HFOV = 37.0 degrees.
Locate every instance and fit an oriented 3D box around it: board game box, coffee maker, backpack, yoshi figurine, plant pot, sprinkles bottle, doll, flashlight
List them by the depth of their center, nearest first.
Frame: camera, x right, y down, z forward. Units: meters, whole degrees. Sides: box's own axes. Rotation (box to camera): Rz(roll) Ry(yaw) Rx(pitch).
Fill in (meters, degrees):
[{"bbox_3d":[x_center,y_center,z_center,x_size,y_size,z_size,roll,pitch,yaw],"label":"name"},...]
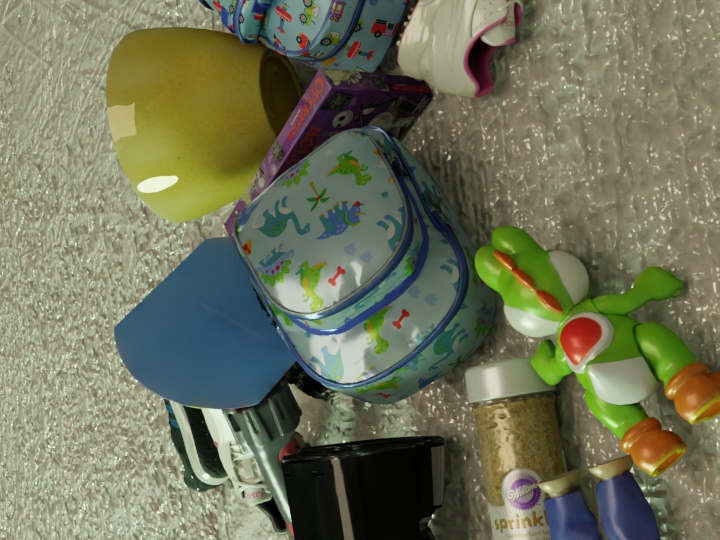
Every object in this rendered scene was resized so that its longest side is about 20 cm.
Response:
[{"bbox_3d":[0.193,0.233,0.744,0.136,0.048,0.201,-21,79,21],"label":"doll"},{"bbox_3d":[0.168,0.044,0.767,0.200,0.112,0.112,47,156,25],"label":"yoshi figurine"},{"bbox_3d":[0.129,0.169,0.822,0.068,0.068,0.201,-20,75,50],"label":"sprinkles bottle"},{"bbox_3d":[0.001,0.242,0.886,0.134,0.192,0.201,-13,82,32],"label":"coffee maker"},{"bbox_3d":[0.000,0.000,0.888,0.183,0.147,0.200,-37,63,9],"label":"backpack"},{"bbox_3d":[-0.032,-0.099,0.981,0.200,0.120,0.032,-53,51,39],"label":"board game box"},{"bbox_3d":[-0.119,0.055,0.982,0.157,0.200,0.039,26,143,21],"label":"board game box"},{"bbox_3d":[-0.053,0.189,0.984,0.068,0.068,0.201,-5,118,30],"label":"flashlight"},{"bbox_3d":[-0.046,-0.273,0.988,0.200,0.134,0.183,50,127,37],"label":"backpack"},{"bbox_3d":[-0.139,-0.158,1.085,0.141,0.200,0.201,-9,83,23],"label":"plant pot"}]

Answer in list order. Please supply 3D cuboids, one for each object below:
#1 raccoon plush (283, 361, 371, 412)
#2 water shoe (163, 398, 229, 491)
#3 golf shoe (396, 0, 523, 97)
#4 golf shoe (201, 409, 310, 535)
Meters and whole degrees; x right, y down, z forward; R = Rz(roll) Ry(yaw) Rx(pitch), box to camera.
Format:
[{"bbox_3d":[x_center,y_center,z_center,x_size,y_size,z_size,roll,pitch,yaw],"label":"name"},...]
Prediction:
[{"bbox_3d":[-0.043,0.043,1.044,0.199,0.097,0.135,18,96,33],"label":"raccoon plush"},{"bbox_3d":[-0.203,0.156,1.242,0.079,0.071,0.201,-41,59,46],"label":"water shoe"},{"bbox_3d":[0.103,-0.232,0.860,0.091,0.075,0.201,38,123,27],"label":"golf shoe"},{"bbox_3d":[-0.096,0.172,1.021,0.072,0.200,0.092,-15,44,15],"label":"golf shoe"}]
